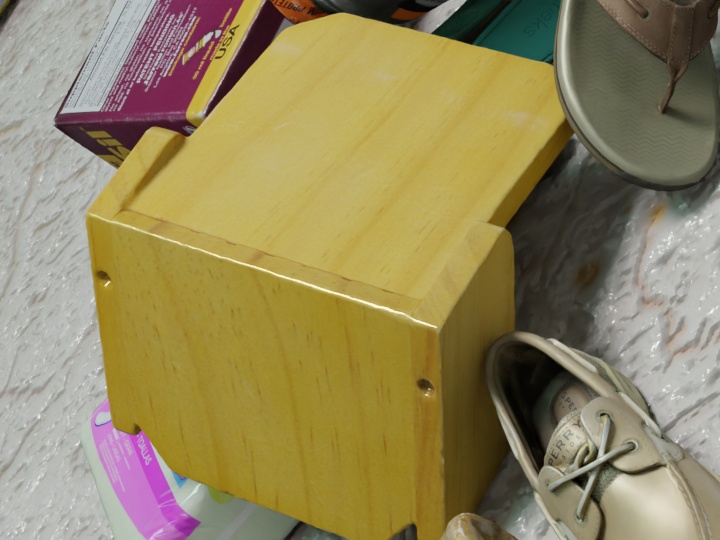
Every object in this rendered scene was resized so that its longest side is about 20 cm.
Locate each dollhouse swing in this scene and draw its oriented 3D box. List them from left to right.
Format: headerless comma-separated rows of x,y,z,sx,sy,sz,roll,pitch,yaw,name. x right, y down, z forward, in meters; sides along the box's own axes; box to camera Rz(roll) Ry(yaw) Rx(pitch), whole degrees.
0.000,0.000,1.151,0.200,0.182,0.176,17,37,29,dollhouse swing

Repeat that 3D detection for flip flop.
0.138,-0.137,1.096,0.058,0.081,0.200,159,116,-76,flip flop

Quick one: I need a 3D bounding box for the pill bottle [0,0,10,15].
-0.335,-0.275,1.994,0.200,0.112,0.112,-58,28,-3,pill bottle

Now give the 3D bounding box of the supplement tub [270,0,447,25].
0.040,-0.205,1.214,0.200,0.123,0.123,-25,40,33,supplement tub

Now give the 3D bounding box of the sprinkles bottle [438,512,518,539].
0.005,0.199,1.028,0.200,0.068,0.068,-49,29,12,sprinkles bottle

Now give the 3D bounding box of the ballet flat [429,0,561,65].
0.062,-0.110,1.275,0.200,0.067,0.070,-39,13,27,ballet flat

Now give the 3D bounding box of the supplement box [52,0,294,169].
-0.072,-0.098,1.385,0.200,0.131,0.103,4,64,59,supplement box

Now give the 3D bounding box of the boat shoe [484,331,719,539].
0.103,0.088,0.991,0.072,0.065,0.200,-50,29,12,boat shoe

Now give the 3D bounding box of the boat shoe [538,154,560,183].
0.007,-0.065,1.234,0.200,0.073,0.063,-7,22,12,boat shoe

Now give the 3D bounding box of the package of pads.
-0.059,0.068,1.261,0.200,0.068,0.155,-48,30,10,package of pads
